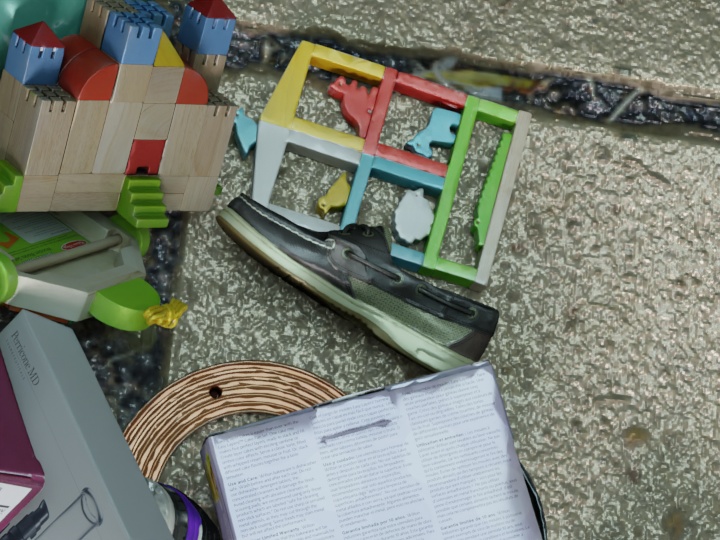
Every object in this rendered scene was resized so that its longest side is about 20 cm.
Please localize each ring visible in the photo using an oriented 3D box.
[{"bbox_3d":[-0.070,0.158,1.579,0.199,0.019,0.201,2,75,-8],"label":"ring"}]

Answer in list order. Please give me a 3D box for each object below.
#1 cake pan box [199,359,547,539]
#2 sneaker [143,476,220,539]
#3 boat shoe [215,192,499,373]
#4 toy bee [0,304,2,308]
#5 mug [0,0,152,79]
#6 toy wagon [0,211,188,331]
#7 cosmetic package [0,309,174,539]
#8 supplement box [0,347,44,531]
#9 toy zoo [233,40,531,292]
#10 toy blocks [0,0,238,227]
[{"bbox_3d":[0.018,0.166,1.490,0.199,0.052,0.185,-15,80,-12],"label":"cake pan box"},{"bbox_3d":[-0.170,0.154,1.518,0.199,0.099,0.070,13,83,38],"label":"sneaker"},{"bbox_3d":[0.001,0.000,1.601,0.200,0.072,0.066,33,88,-5],"label":"boat shoe"},{"bbox_3d":[-0.310,0.051,1.537,0.199,0.109,0.131,-12,48,-27],"label":"toy bee"},{"bbox_3d":[-0.233,-0.195,1.593,0.114,0.185,0.152,-44,110,-15],"label":"mug"},{"bbox_3d":[-0.198,-0.012,1.531,0.200,0.040,0.155,35,26,19],"label":"toy wagon"},{"bbox_3d":[-0.201,0.147,1.443,0.151,0.052,0.200,-43,52,15],"label":"cosmetic package"},{"bbox_3d":[-0.290,0.123,1.414,0.103,0.200,0.131,13,42,-42],"label":"supplement box"},{"bbox_3d":[0.006,-0.076,1.654,0.199,0.020,0.132,18,73,-5],"label":"toy zoo"},{"bbox_3d":[-0.153,-0.110,1.539,0.199,0.100,0.137,-2,118,-40],"label":"toy blocks"}]
